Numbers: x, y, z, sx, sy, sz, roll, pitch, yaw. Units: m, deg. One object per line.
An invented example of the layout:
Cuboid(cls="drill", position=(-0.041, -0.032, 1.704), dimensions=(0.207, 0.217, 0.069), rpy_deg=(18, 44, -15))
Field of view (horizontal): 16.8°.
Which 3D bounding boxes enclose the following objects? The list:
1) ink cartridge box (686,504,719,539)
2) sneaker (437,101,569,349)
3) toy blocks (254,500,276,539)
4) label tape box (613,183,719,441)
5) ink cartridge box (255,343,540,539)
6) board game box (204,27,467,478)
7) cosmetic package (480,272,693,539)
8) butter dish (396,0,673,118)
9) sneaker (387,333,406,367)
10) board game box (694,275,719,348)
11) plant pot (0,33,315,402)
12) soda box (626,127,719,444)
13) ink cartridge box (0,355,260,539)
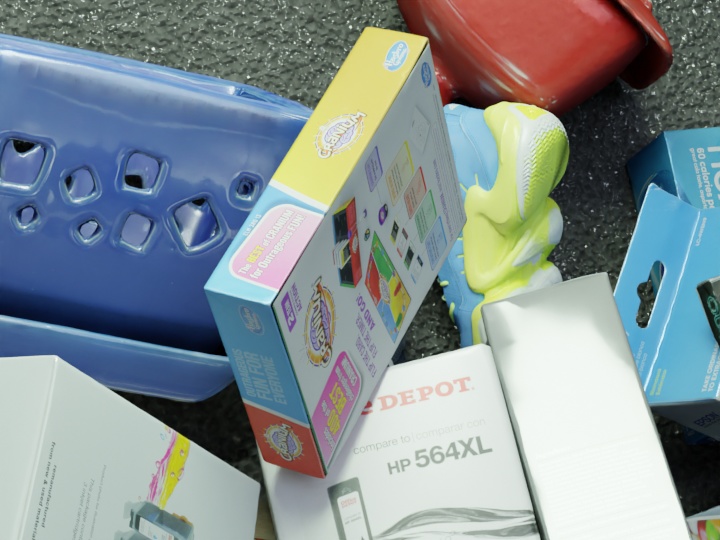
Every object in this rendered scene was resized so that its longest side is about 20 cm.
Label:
Cuboid(cls="ink cartridge box", position=(0.211, 0.212, 1.503), dimensions=(0.200, 0.042, 0.119), rpy_deg=(-13, 80, -43))
Cuboid(cls="sneaker", position=(0.072, -0.016, 1.544), dimensions=(0.076, 0.105, 0.200), rpy_deg=(-15, 120, -52))
Cuboid(cls="toy blocks", position=(-0.077, 0.211, 1.427), dimensions=(0.137, 0.100, 0.200), rpy_deg=(13, 59, -28))
Cuboid(cls="label tape box", position=(0.260, 0.039, 1.535), dimensions=(0.200, 0.066, 0.143), rpy_deg=(25, 68, -12))
Cuboid(cls="ink cartridge box", position=(0.027, 0.158, 1.386), dimensions=(0.146, 0.084, 0.200), rpy_deg=(-14, 71, -1))
Cuboid(cls="board game box", position=(-0.008, -0.011, 1.341), dimensions=(0.040, 0.153, 0.200), rpy_deg=(14, 53, 24))
Cuboid(cls="cosmetic package", position=(0.135, 0.114, 1.423), dimensions=(0.090, 0.107, 0.200), rpy_deg=(-13, 59, 3))
Cuboid(cls="butter dish", position=(0.085, -0.158, 1.567), dimensions=(0.148, 0.200, 0.199), rpy_deg=(-45, 90, -3))
Cuboid(cls="sneaker", position=(0.000, 0.000, 1.523), dimensions=(0.079, 0.078, 0.200), rpy_deg=(-23, 79, -18))
Cuboid(cls="board game box", position=(0.317, 0.036, 1.504), dimensions=(0.200, 0.028, 0.135), rpy_deg=(-21, 83, -21))
Cuboid(cls="plant pot", position=(-0.149, -0.032, 1.408), dimensions=(0.200, 0.200, 0.180), rpy_deg=(12, 96, -17))
Cuboid(cls="soda box", position=(0.236, 0.009, 1.608), dimensions=(0.068, 0.064, 0.200), rpy_deg=(-4, 73, -20))
Cuboid(cls="ink cartridge box", position=(-0.170, 0.148, 1.284), dimensions=(0.200, 0.145, 0.145), rpy_deg=(40, 53, -51))
